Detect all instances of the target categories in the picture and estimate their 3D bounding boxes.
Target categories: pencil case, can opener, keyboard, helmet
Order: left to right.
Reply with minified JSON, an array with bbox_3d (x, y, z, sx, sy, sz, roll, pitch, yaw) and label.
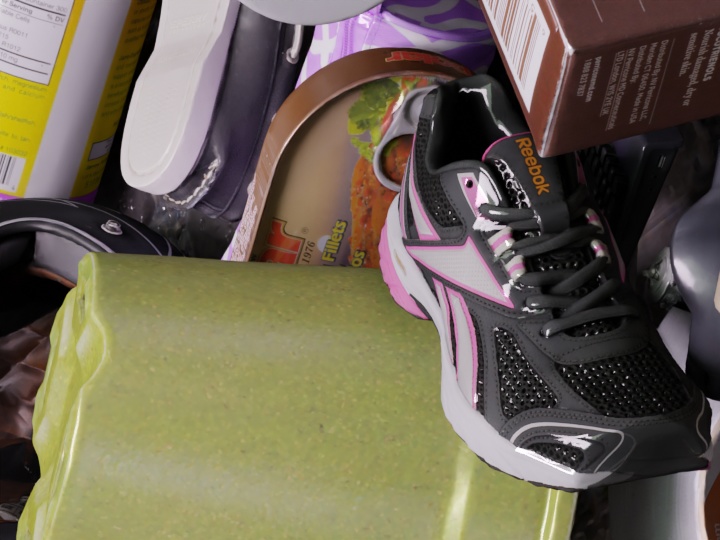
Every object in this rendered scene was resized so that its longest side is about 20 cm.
[{"bbox_3d":[-0.156,0.057,1.362,0.200,0.191,0.200,47,147,44],"label":"helmet"},{"bbox_3d":[-0.010,-0.042,1.272,0.084,0.085,0.200,41,118,37],"label":"pencil case"},{"bbox_3d":[0.093,-0.082,1.133,0.200,0.021,0.127,-105,33,-62],"label":"keyboard"},{"bbox_3d":[0.145,-0.045,1.042,0.063,0.079,0.200,103,176,-60],"label":"can opener"}]

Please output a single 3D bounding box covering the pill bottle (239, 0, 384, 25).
[{"bbox_3d":[-0.041,-0.183,1.206,0.200,0.114,0.114,-121,47,-57],"label":"pill bottle"}]

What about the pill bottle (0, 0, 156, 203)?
[{"bbox_3d":[-0.155,-0.124,1.427,0.104,0.104,0.200,39,117,42],"label":"pill bottle"}]

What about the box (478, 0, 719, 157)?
[{"bbox_3d":[0.142,-0.116,1.005,0.075,0.200,0.100,102,151,-60],"label":"box"}]

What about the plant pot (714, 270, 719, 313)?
[{"bbox_3d":[0.229,-0.011,0.876,0.200,0.200,0.177,42,105,41],"label":"plant pot"}]

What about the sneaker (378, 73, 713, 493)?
[{"bbox_3d":[0.057,-0.001,1.026,0.200,0.080,0.086,-131,36,-49],"label":"sneaker"}]

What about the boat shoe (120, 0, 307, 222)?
[{"bbox_3d":[-0.050,-0.120,1.334,0.074,0.060,0.200,-7,64,51],"label":"boat shoe"}]

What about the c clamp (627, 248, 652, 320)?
[{"bbox_3d":[0.077,0.049,1.167,0.171,0.027,0.200,-95,21,-54],"label":"c clamp"}]

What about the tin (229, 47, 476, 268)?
[{"bbox_3d":[0.000,0.000,1.230,0.042,0.112,0.200,-118,41,-56],"label":"tin"}]

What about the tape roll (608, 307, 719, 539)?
[{"bbox_3d":[0.182,0.085,1.062,0.200,0.066,0.201,-2,87,49],"label":"tape roll"}]

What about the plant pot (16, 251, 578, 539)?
[{"bbox_3d":[-0.031,0.072,1.136,0.200,0.184,0.201,-169,90,-79],"label":"plant pot"}]
